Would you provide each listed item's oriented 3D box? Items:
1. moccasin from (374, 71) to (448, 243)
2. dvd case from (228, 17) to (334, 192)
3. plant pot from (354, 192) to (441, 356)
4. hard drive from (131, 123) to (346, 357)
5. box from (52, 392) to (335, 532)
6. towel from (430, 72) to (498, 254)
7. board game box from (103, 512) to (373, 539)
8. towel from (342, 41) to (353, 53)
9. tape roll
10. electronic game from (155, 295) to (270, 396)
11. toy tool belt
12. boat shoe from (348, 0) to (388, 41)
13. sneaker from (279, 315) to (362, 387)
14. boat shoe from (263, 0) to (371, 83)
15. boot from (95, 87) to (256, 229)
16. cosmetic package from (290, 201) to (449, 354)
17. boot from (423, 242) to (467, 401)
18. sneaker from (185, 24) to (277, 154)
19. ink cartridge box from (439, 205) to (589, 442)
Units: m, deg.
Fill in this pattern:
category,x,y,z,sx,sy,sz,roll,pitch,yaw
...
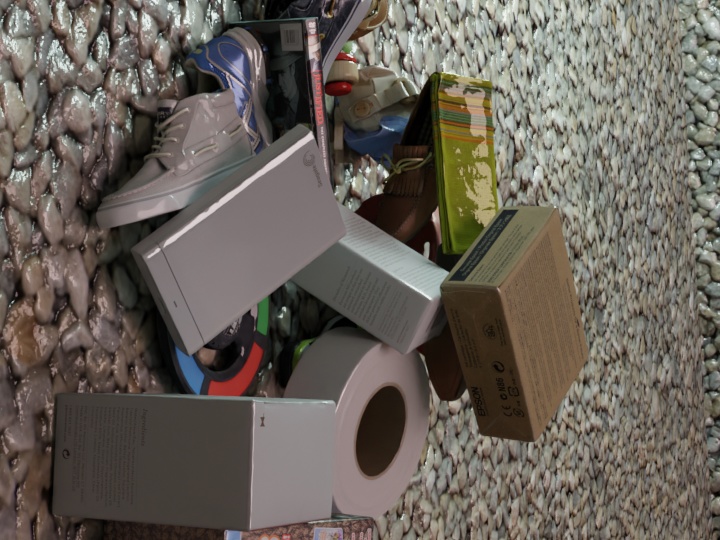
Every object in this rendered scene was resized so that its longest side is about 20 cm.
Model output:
category,x,y,z,sx,sy,sz,roll,pitch,yaw
moccasin,0.063,-0.125,1.654,0.078,0.073,0.202,31,83,-42
dvd case,-0.079,-0.152,1.497,0.022,0.146,0.202,-14,104,-34
plant pot,0.078,0.000,1.783,0.195,0.200,0.202,22,70,-55
hard drive,-0.108,-0.027,1.374,0.200,0.027,0.132,-39,135,-21
box,-0.143,0.162,1.288,0.152,0.199,0.107,11,80,-63
towel,0.120,-0.117,1.636,0.086,0.018,0.202,1,82,-36
board game box,-0.110,0.272,1.354,0.199,0.159,0.098,7,83,-50
towel,-0.036,-0.373,1.719,0.149,0.031,0.201,37,59,-56
tape roll,-0.006,0.165,1.583,0.202,0.070,0.204,-25,121,-52
electronic game,-0.142,0.039,1.471,0.200,0.041,0.202,0,90,-65
toy tool belt,0.012,-0.167,1.706,0.200,0.124,0.124,17,66,-63
boat shoe,-0.013,-0.295,1.655,0.200,0.073,0.076,-14,104,-61
sneaker,-0.017,0.101,1.688,0.200,0.082,0.072,-29,117,-61
boat shoe,-0.075,-0.232,1.535,0.091,0.071,0.201,19,106,-44
boot,-0.178,-0.108,1.359,0.200,0.073,0.096,-30,108,-51
cosmetic package,0.000,0.000,1.583,0.101,0.199,0.072,-21,141,-62
boot,0.141,0.053,1.669,0.146,0.070,0.202,14,75,-48
sneaker,-0.131,-0.141,1.483,0.077,0.076,0.201,-23,116,-34
ink cartridge box,0.170,0.056,1.596,0.165,0.075,0.201,-49,132,-46
